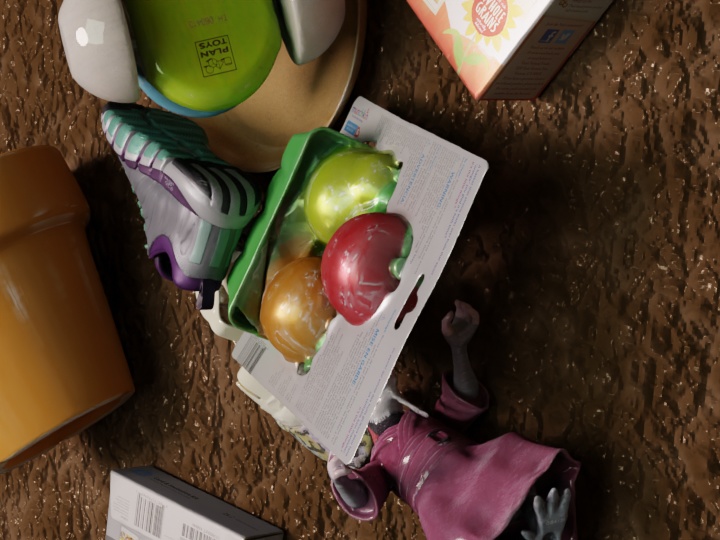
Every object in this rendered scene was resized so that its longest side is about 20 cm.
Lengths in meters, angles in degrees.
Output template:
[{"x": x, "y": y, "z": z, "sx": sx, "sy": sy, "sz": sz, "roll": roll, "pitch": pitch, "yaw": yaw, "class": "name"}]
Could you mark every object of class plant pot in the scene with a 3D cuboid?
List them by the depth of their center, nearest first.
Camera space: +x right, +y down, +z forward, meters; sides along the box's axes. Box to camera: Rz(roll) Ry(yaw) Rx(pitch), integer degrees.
[{"x": -0.060, "y": -0.166, "z": 1.288, "sx": 0.199, "sy": 0.027, "sz": 0.202, "roll": 3, "pitch": 94, "yaw": 47, "class": "plant pot"}, {"x": -0.261, "y": 0.040, "z": 1.408, "sx": 0.200, "sy": 0.200, "sz": 0.184, "roll": -36, "pitch": 83, "yaw": 41, "class": "plant pot"}]

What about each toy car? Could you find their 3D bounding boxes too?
[{"x": -0.112, "y": -0.186, "z": 1.230, "sx": 0.150, "sy": 0.173, "sz": 0.202, "roll": 113, "pitch": 141, "yaw": -73, "class": "toy car"}]

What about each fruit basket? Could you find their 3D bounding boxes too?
[{"x": 0.000, "y": 0.000, "z": 1.147, "sx": 0.200, "sy": 0.093, "sz": 0.187, "roll": 32, "pitch": 99, "yaw": 57, "class": "fruit basket"}]

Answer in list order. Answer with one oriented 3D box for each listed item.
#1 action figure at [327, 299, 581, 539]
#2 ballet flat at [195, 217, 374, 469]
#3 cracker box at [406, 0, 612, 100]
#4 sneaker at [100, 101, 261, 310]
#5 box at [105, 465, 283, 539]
[{"x": 0.058, "y": 0.122, "z": 1.156, "sx": 0.200, "sy": 0.134, "sz": 0.150, "roll": 39, "pitch": 162, "yaw": 52, "class": "action figure"}, {"x": -0.062, "y": 0.050, "z": 1.273, "sx": 0.072, "sy": 0.072, "sz": 0.201, "roll": -51, "pitch": 58, "yaw": 35, "class": "ballet flat"}, {"x": 0.102, "y": -0.212, "z": 1.093, "sx": 0.200, "sy": 0.057, "sz": 0.135, "roll": -52, "pitch": 58, "yaw": 36, "class": "cracker box"}, {"x": -0.132, "y": -0.047, "z": 1.270, "sx": 0.200, "sy": 0.074, "sz": 0.088, "roll": 44, "pitch": 120, "yaw": 58, "class": "sneaker"}, {"x": -0.128, "y": 0.258, "z": 1.374, "sx": 0.155, "sy": 0.041, "sz": 0.202, "roll": 17, "pitch": 104, "yaw": 45, "class": "box"}]
